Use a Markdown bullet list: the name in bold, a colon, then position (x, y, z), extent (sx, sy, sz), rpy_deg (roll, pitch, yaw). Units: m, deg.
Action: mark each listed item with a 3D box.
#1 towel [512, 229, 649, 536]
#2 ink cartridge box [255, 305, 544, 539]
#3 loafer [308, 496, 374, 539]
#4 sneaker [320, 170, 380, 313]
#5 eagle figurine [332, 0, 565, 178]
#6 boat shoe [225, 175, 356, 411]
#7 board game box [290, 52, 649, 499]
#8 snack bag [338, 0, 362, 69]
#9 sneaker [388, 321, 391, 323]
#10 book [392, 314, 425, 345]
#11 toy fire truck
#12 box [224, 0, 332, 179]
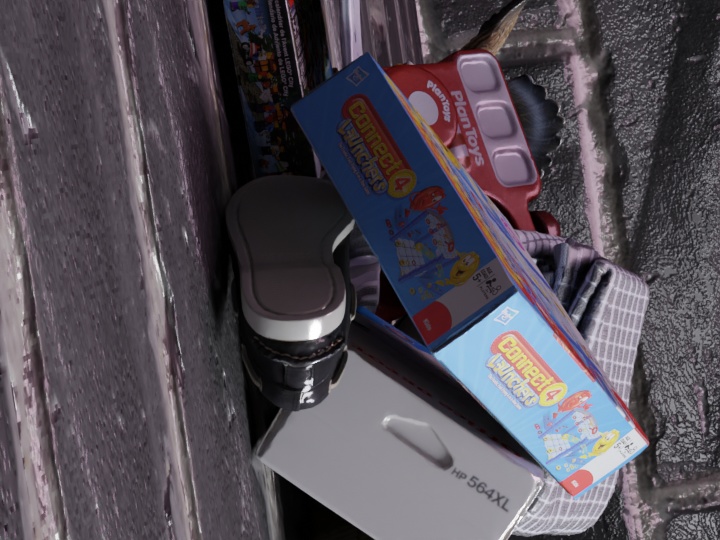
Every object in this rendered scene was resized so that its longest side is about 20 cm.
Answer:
- **towel**: position (0.130, 0.077, 1.458), extent (0.166, 0.085, 0.200), rpy_deg (15, 90, -65)
- **ink cartridge box**: position (0.028, 0.100, 1.283), extent (0.084, 0.146, 0.200), rpy_deg (-57, 177, 7)
- **loafer**: position (0.004, 0.182, 1.323), extent (0.200, 0.076, 0.068), rpy_deg (-77, 153, -74)
- **sneaker**: position (-0.015, -0.038, 1.390), extent (0.200, 0.075, 0.082), rpy_deg (116, -39, -51)
- **eagle figurine**: position (0.057, -0.132, 1.671), extent (0.151, 0.200, 0.152), rpy_deg (-79, 160, -75)
- **boat shoe**: position (-0.035, 0.006, 1.189), extent (0.200, 0.074, 0.060), rpy_deg (-103, -168, -63)
- **board game box**: position (0.062, 0.004, 1.226), extent (0.196, 0.056, 0.200), rpy_deg (46, 11, -51)
- **snack bag**: position (-0.004, -0.198, 1.346), extent (0.189, 0.021, 0.200), rpy_deg (-91, 179, -78)
- **sneaker**: position (0.000, 0.000, 1.587), extent (0.090, 0.067, 0.200), rpy_deg (85, 5, -49)
- **book**: position (0.048, 0.077, 1.620), extent (0.134, 0.048, 0.200), rpy_deg (-53, 167, -14)
- **toy fire truck**: position (0.063, -0.055, 1.503), extent (0.112, 0.168, 0.200), rpy_deg (-34, -108, 49)
- **box**: position (-0.049, -0.143, 1.356), extent (0.200, 0.038, 0.137), rpy_deg (-82, 164, -71)
